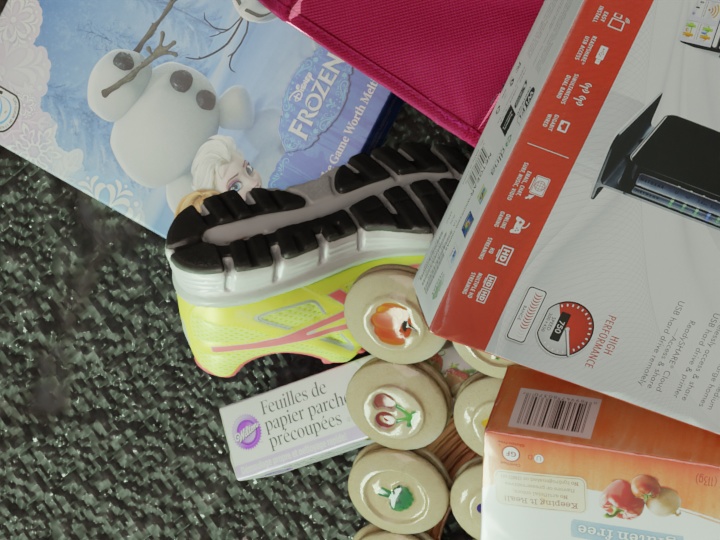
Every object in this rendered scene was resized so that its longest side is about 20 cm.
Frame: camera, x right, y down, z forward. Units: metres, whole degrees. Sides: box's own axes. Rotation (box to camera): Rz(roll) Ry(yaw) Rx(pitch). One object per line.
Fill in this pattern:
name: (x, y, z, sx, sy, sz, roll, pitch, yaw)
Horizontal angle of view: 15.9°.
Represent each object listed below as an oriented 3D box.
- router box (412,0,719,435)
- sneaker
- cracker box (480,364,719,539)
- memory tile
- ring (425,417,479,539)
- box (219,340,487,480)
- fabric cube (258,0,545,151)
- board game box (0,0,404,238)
router box: (0.143, -0.042, 1.044, 0.179, 0.049, 0.200, 19, 109, -15)
sneaker: (0.000, 0.000, 1.235, 0.199, 0.078, 0.091, -10, 128, -19)
cracker box: (0.123, 0.148, 1.174, 0.134, 0.058, 0.201, 8, 124, 13)
memory tile: (0.066, 0.089, 1.200, 0.153, 0.017, 0.201, 8, 124, 13)
ring: (0.102, 0.147, 1.261, 0.200, 0.019, 0.201, 1, 92, 12)
box: (0.024, 0.056, 1.236, 0.200, 0.041, 0.039, -20, 80, 29)
fabric cube: (0.077, -0.161, 1.129, 0.200, 0.196, 0.200, 32, 99, -20)
board game box: (-0.073, -0.117, 1.281, 0.199, 0.043, 0.200, 29, 98, 11)
